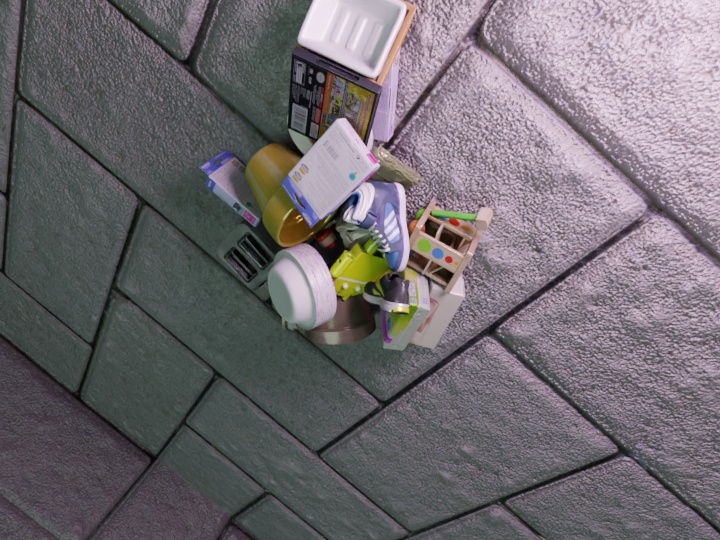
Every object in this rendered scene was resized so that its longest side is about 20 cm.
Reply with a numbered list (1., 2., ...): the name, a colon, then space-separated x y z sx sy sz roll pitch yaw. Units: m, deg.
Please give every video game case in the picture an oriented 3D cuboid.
1. video game case: -0.058 -0.323 1.027 0.178 0.026 0.201 26 151 3

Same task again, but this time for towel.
1. towel: 0.034 -0.211 1.126 0.146 0.199 0.037 -11 77 30

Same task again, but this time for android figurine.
1. android figurine: 0.000 0.000 1.242 0.200 0.180 0.041 -46 54 24

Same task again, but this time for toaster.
1. toaster: -0.281 -0.068 1.421 0.201 0.119 0.180 48 130 -10

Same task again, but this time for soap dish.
1. soap dish: -0.009 -0.453 0.981 0.198 0.081 0.160 29 100 15

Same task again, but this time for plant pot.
1. plant pot: -0.173 -0.194 1.232 0.190 0.199 0.202 50 134 16
2. plant pot: -0.063 0.079 1.382 0.196 0.199 0.177 1 106 27

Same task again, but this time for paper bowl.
1. paper bowl: -0.151 0.045 1.240 0.200 0.103 0.204 34 134 43

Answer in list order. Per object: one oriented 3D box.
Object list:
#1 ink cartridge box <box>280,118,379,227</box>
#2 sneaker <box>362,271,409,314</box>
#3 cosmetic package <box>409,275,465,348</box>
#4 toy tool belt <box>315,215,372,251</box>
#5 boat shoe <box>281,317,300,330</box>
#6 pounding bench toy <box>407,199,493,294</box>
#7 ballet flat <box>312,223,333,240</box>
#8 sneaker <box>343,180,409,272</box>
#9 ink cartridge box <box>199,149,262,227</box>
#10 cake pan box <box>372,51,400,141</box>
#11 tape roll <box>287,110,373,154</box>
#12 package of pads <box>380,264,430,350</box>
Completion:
1. ink cartridge box: -0.066 -0.193 1.045 0.199 0.042 0.120 -39 87 31
2. sneaker: 0.067 0.043 1.176 0.073 0.199 0.086 11 95 -23
3. cosmetic package: 0.180 0.088 1.285 0.086 0.104 0.202 14 130 -9
4. toy tool belt: 0.001 -0.082 1.254 0.198 0.126 0.124 -30 113 19
5. boat shoe: -0.196 0.088 1.525 0.067 0.075 0.203 5 125 0
6. pounding bench toy: 0.187 -0.087 1.154 0.154 0.125 0.202 30 131 6
7. ballet flat: -0.159 -0.138 1.347 0.199 0.069 0.063 40 161 1
8. sneaker: 0.026 -0.091 1.118 0.080 0.144 0.205 17 112 62
9. ink cartridge box: -0.312 -0.215 1.332 0.199 0.120 0.042 42 133 -6
10. cake pan box: -0.012 -0.386 1.099 0.181 0.052 0.203 17 128 20
11. tape roll: -0.068 -0.304 1.129 0.199 0.037 0.204 21 149 13
12. package of pads: 0.107 0.079 1.261 0.067 0.157 0.201 10 141 -13
